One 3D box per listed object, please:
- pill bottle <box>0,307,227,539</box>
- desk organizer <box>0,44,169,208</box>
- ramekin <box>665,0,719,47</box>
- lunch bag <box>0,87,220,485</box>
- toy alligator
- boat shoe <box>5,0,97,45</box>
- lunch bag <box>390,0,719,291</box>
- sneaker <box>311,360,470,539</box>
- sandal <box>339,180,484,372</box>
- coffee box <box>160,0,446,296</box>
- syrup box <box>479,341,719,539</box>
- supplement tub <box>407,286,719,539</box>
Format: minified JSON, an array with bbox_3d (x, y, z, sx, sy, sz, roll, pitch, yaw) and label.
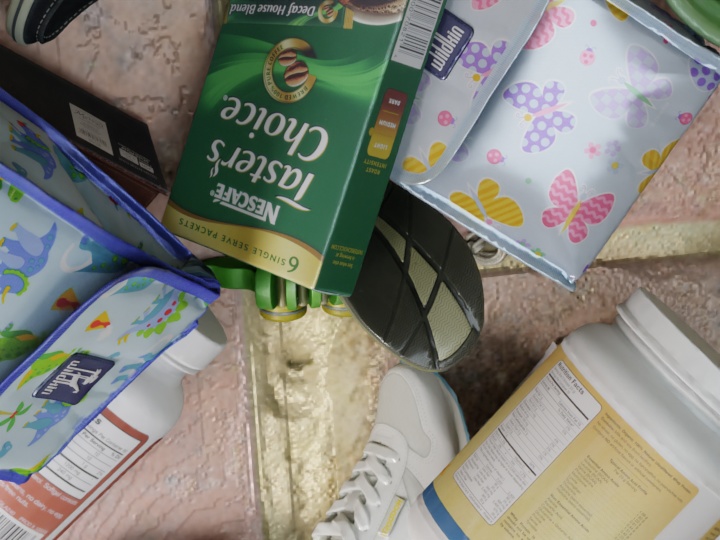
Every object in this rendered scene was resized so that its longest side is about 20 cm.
[{"bbox_3d":[-0.179,0.082,1.395,0.200,0.112,0.112,-43,113,8],"label":"pill bottle"},{"bbox_3d":[-0.214,-0.079,1.320,0.199,0.072,0.077,28,114,-33],"label":"desk organizer"},{"bbox_3d":[0.245,-0.230,1.356,0.199,0.098,0.201,-4,112,-9],"label":"ramekin"},{"bbox_3d":[-0.198,0.015,1.265,0.170,0.128,0.200,-43,127,13],"label":"lunch bag"},{"bbox_3d":[0.000,0.000,1.427,0.199,0.054,0.060,-5,113,-9],"label":"toy alligator"},{"bbox_3d":[-0.118,-0.191,1.313,0.200,0.075,0.062,-41,85,3],"label":"boat shoe"},{"bbox_3d":[0.085,-0.113,1.362,0.199,0.127,0.170,34,102,-10],"label":"lunch bag"},{"bbox_3d":[0.017,0.155,1.456,0.080,0.076,0.201,5,91,-29],"label":"sneaker"},{"bbox_3d":[-0.001,-0.021,1.380,0.080,0.057,0.201,-43,69,-7],"label":"sandal"},{"bbox_3d":[-0.031,-0.097,1.327,0.044,0.123,0.201,9,101,-57],"label":"coffee box"},{"bbox_3d":[0.178,0.142,1.504,0.200,0.081,0.079,38,98,-23],"label":"syrup box"},{"bbox_3d":[0.140,0.124,1.369,0.145,0.145,0.200,40,97,-22],"label":"supplement tub"}]
